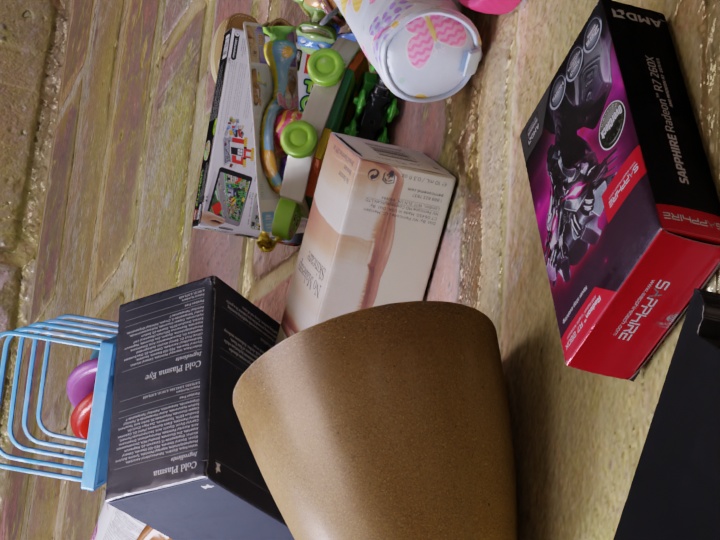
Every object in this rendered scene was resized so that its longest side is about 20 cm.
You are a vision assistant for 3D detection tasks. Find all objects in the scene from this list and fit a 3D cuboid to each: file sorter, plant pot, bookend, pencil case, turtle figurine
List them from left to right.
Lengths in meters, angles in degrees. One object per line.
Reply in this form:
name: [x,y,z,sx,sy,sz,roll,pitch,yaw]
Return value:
file sorter: [-0.279,0.120,1.730,0.200,0.122,0.139,-25,-57,-82]
turtle figurine: [-0.032,-0.301,1.621,0.144,0.200,0.194,13,87,43]
pencil case: [0.031,-0.212,1.442,0.083,0.091,0.200,-61,28,23]
plant pot: [0.030,0.152,1.170,0.186,0.186,0.200,-56,45,51]
bookend: [0.195,0.136,0.765,0.199,0.092,0.201,-138,62,-68]

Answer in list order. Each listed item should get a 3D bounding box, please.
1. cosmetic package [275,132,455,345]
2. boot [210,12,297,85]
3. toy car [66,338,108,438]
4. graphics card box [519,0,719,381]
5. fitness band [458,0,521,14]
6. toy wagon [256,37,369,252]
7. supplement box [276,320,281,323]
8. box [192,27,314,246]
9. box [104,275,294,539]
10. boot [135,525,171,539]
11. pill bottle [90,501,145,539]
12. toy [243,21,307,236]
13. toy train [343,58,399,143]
cosmetic package: [0.000,0.000,1.443,0.103,0.087,0.201,-137,59,-68]
boot: [-0.108,-0.230,1.926,0.156,0.073,0.200,124,149,-52]
toy car: [-0.266,0.153,2.065,0.200,0.150,0.175,-101,27,-48]
graphics card box: [0.154,-0.051,1.066,0.126,0.051,0.200,118,156,-44]
fitness band: [0.101,-0.279,1.377,0.200,0.037,0.144,-113,38,-62]
toy wagon: [-0.041,-0.105,1.594,0.155,0.039,0.201,73,-145,-76]
supplement box: [-0.147,0.139,1.750,0.074,0.126,0.201,179,100,-73]
box: [-0.097,-0.132,1.780,0.035,0.110,0.201,174,107,-72]
box: [-0.112,0.135,1.501,0.104,0.200,0.183,-17,55,26]
boot: [-0.179,0.202,1.678,0.200,0.188,0.069,-60,19,19]
pill bottle: [-0.215,0.250,1.916,0.114,0.113,0.200,-100,28,-48]
toy: [-0.064,-0.136,1.697,0.115,0.047,0.201,-9,-88,-68]
toy train: [0.011,-0.142,1.575,0.056,0.042,0.200,-95,21,-64]
